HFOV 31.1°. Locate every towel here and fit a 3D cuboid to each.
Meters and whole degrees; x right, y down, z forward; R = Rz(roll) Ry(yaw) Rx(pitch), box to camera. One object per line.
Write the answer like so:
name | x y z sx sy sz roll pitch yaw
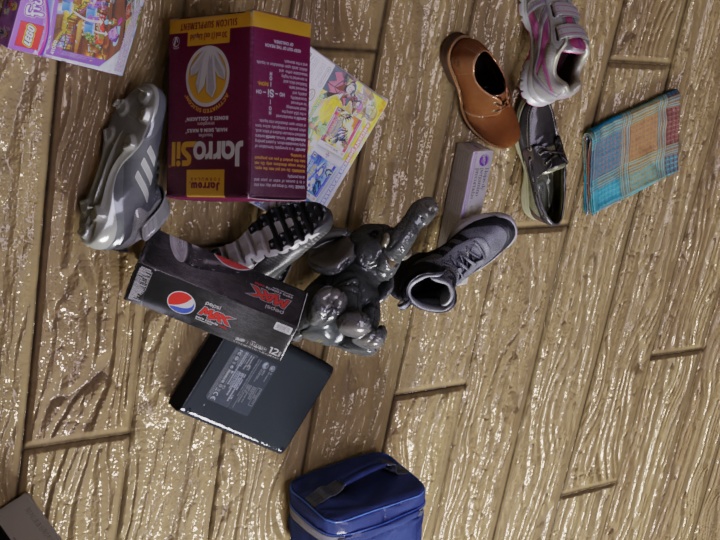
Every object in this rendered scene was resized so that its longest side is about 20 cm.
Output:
towel | 0.419 -0.182 1.982 0.200 0.022 0.147 -25 126 -27

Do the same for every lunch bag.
lunch bag | 0.001 0.342 1.832 0.199 0.136 0.133 -16 121 -33

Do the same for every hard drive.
hard drive | -0.139 0.151 1.696 0.200 0.033 0.140 31 91 -43

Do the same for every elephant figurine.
elephant figurine | 0.000 0.000 1.676 0.142 0.155 0.201 92 15 -68

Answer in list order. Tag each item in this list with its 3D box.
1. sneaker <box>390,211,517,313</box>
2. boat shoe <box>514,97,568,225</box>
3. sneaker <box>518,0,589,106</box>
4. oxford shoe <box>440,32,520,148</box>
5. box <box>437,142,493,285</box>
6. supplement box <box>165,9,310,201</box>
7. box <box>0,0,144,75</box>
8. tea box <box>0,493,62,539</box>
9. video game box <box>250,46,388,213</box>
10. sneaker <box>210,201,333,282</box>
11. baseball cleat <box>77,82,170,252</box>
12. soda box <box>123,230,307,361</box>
sneaker | 0.130 -0.003 1.738 0.200 0.114 0.076 -28 112 3
boat shoe | 0.265 -0.157 1.841 0.072 0.066 0.201 -23 123 -25
sneaker | 0.270 -0.320 1.738 0.081 0.088 0.201 -12 105 -34
oxford shoe | 0.174 -0.228 1.731 0.071 0.071 0.200 -48 134 -11
box | 0.142 -0.077 1.800 0.039 0.041 0.201 -5 114 -36
supplement box | -0.135 -0.177 1.422 0.103 0.131 0.201 -2 93 -53
box | -0.286 -0.315 1.341 0.137 0.039 0.201 9 106 -41
tea box | -0.405 0.402 1.494 0.197 0.200 0.134 -35 130 -21
video game box | -0.082 -0.167 1.574 0.182 0.047 0.200 30 92 -41
sneaker | -0.113 -0.016 1.585 0.200 0.067 0.090 -30 145 11
baseball cleat | -0.251 -0.114 1.461 0.106 0.070 0.200 10 114 -48
soda box | -0.168 0.028 1.509 0.199 0.071 0.063 23 129 -8
